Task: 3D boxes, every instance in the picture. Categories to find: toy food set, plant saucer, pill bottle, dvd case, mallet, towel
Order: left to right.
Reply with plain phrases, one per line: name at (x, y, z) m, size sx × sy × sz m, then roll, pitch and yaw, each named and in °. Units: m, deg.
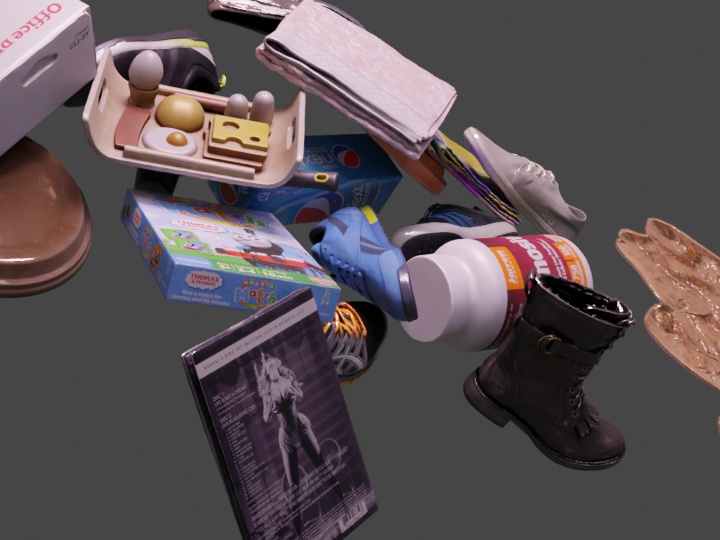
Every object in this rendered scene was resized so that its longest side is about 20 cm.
plant saucer at (-0.324, -0.062, 1.063) m, size 0.198 × 0.030 × 0.202 m, roll 21°, pitch 41°, yaw -19°
toy food set at (-0.149, -0.150, 1.138) m, size 0.197 × 0.061 × 0.144 m, roll 9°, pitch 35°, yaw -9°
mallet at (-0.120, -0.084, 1.161) m, size 0.197 × 0.041 × 0.067 m, roll 13°, pitch 65°, yaw 14°
dvd case at (-0.059, 0.133, 0.975) m, size 0.148 × 0.016 × 0.203 m, roll -29°, pitch 107°, yaw -49°
towel at (0.001, -0.205, 1.271) m, size 0.198 × 0.032 × 0.191 m, roll 33°, pitch 27°, yaw -2°
plant saucer at (0.027, -0.165, 1.360) m, size 0.200 × 0.032 × 0.200 m, roll 45°, pitch 9°, yaw -9°
towel at (0.103, -0.133, 1.389) m, size 0.199 × 0.023 × 0.144 m, roll 36°, pitch 17°, yaw -48°
pill bottle at (0.136, 0.023, 1.253) m, size 0.198 × 0.113 × 0.114 m, roll -4°, pitch 52°, yaw -40°

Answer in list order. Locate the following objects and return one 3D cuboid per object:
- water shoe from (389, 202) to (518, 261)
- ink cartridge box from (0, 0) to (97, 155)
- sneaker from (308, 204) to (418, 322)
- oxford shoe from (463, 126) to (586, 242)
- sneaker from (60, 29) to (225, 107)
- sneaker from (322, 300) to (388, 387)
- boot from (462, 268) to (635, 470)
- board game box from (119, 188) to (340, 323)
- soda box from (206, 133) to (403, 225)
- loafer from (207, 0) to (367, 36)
water shoe at (0.085, -0.031, 1.323) m, size 0.198 × 0.072 × 0.079 m, roll -2°, pitch 31°, yaw -47°
ink cartridge box at (-0.352, -0.204, 1.076) m, size 0.198 × 0.084 × 0.145 m, roll 30°, pitch 57°, yaw 17°
sneaker at (0.000, 0.000, 1.184) m, size 0.077 × 0.067 × 0.200 m, roll -15°, pitch 29°, yaw -10°
oxford shoe at (0.192, -0.103, 1.427) m, size 0.200 × 0.058 × 0.075 m, roll 42°, pitch 15°, yaw -24°
sneaker at (-0.214, -0.189, 1.244) m, size 0.199 × 0.072 × 0.084 m, roll -26°, pitch 82°, yaw -41°
sneaker at (-0.038, 0.061, 1.112) m, size 0.199 × 0.078 × 0.078 m, roll -18°, pitch 59°, yaw -48°
boot at (0.209, 0.098, 1.179) m, size 0.198 × 0.175 × 0.070 m, roll 26°, pitch 38°, yaw -12°
board game box at (-0.121, -0.016, 1.089) m, size 0.149 × 0.037 × 0.200 m, roll 9°, pitch 16°, yaw -26°
soda box at (-0.055, -0.094, 1.272) m, size 0.198 × 0.064 × 0.068 m, roll -9°, pitch 54°, yaw -42°
loafer at (-0.090, -0.291, 1.466) m, size 0.197 × 0.072 × 0.064 m, roll 21°, pitch 59°, yaw -7°
